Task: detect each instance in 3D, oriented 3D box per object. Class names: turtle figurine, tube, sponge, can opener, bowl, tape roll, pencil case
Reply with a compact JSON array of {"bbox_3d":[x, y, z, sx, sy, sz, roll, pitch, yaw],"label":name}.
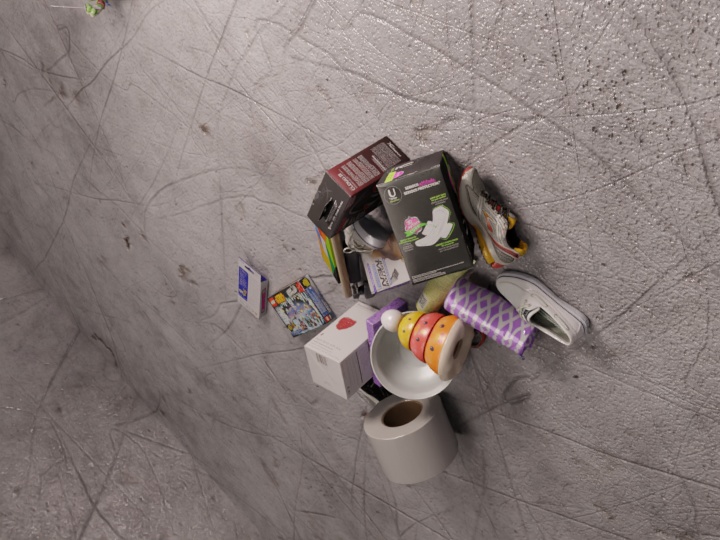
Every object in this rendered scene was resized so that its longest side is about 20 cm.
[{"bbox_3d":[-0.630,-0.687,1.791,0.193,0.145,0.200,-9,158,32],"label":"turtle figurine"},{"bbox_3d":[0.176,0.021,1.600,0.058,0.052,0.200,10,137,-13],"label":"tube"},{"bbox_3d":[0.069,0.171,1.790,0.030,0.111,0.201,28,138,38],"label":"sponge"},{"bbox_3d":[0.000,0.000,1.751,0.200,0.066,0.054,84,178,-53],"label":"can opener"},{"bbox_3d":[0.126,0.184,1.721,0.200,0.090,0.202,1,97,8],"label":"bowl"},{"bbox_3d":[0.125,0.402,1.850,0.202,0.202,0.140,-1,119,49],"label":"tape roll"},{"bbox_3d":[0.264,0.091,1.519,0.200,0.084,0.085,33,180,18],"label":"pencil case"}]

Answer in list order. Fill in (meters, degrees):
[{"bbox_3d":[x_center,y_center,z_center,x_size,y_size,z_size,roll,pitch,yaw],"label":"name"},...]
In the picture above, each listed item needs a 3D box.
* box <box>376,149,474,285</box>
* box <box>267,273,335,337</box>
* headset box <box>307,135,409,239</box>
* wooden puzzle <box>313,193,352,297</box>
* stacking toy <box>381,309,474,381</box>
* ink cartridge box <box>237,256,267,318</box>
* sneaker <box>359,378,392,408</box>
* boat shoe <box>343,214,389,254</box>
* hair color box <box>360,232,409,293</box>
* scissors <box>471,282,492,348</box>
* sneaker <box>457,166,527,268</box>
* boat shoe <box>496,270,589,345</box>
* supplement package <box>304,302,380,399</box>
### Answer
[{"bbox_3d":[0.126,-0.102,1.414,0.124,0.149,0.201,-16,107,15],"label":"box"},{"bbox_3d":[-0.164,0.099,2.055,0.137,0.040,0.200,57,145,-4],"label":"box"},{"bbox_3d":[-0.013,-0.162,1.517,0.075,0.200,0.149,46,144,12],"label":"headset box"},{"bbox_3d":[-0.070,-0.057,1.726,0.200,0.037,0.186,-117,12,-57],"label":"wooden puzzle"},{"bbox_3d":[0.130,0.138,1.620,0.199,0.146,0.147,19,134,25],"label":"stacking toy"},{"bbox_3d":[-0.312,0.045,2.181,0.095,0.037,0.201,37,145,22],"label":"ink cartridge box"},{"bbox_3d":[0.040,0.326,1.994,0.200,0.074,0.079,48,150,6],"label":"sneaker"},{"bbox_3d":[-0.005,-0.071,1.622,0.202,0.074,0.086,48,121,55],"label":"boat shoe"},{"bbox_3d":[0.085,-0.026,1.618,0.200,0.065,0.110,-23,81,53],"label":"hair color box"},{"bbox_3d":[0.259,0.099,1.600,0.073,0.014,0.200,47,144,13],"label":"scissors"},{"bbox_3d":[0.246,-0.104,1.398,0.082,0.078,0.201,-18,110,38],"label":"sneaker"},{"bbox_3d":[0.334,0.069,1.438,0.199,0.067,0.074,30,139,28],"label":"boat shoe"},{"bbox_3d":[-0.018,0.189,1.826,0.121,0.200,0.120,20,134,38],"label":"supplement package"}]
